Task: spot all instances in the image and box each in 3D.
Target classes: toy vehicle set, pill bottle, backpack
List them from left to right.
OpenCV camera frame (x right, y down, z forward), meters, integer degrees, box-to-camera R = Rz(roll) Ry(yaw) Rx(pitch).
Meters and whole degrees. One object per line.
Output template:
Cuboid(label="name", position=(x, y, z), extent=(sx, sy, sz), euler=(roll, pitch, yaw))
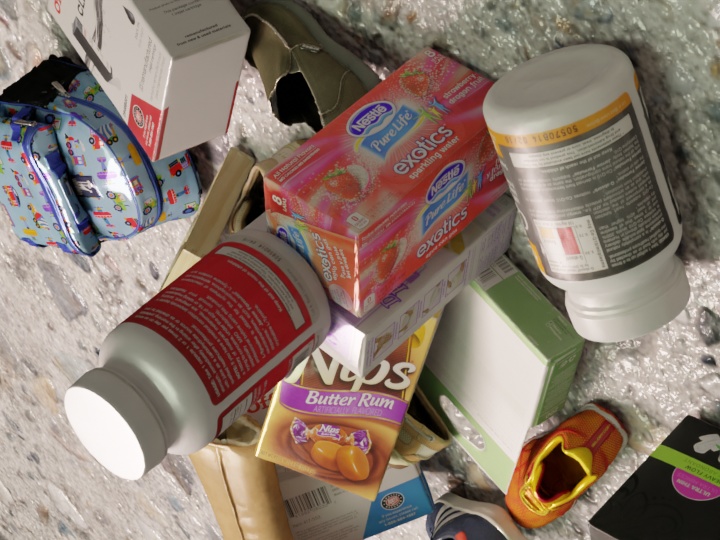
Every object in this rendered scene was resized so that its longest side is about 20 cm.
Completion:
Cuboid(label="backpack", position=(-0.258, -0.104, 1.911), extent=(0.199, 0.134, 0.184), euler=(13, 132, 42))
Cuboid(label="toy vehicle set", position=(-0.161, -0.017, 1.884), extent=(0.026, 0.125, 0.200), euler=(26, 147, -6))
Cuboid(label="pill bottle", position=(-0.124, 0.065, 1.476), extent=(0.112, 0.200, 0.113), euler=(30, 141, 27))
Cuboid(label="pill bottle", position=(0.172, -0.056, 1.447), extent=(0.116, 0.116, 0.201), euler=(7, 127, 47))

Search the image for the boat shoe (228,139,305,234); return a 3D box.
Cuboid(label="boat shoe", position=(-0.093, -0.045, 1.814), extent=(0.072, 0.065, 0.200), euler=(58, 149, 19))

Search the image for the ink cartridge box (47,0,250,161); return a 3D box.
Cuboid(label="ink cartridge box", position=(-0.190, -0.222, 1.714), extent=(0.201, 0.083, 0.145), euler=(55, 151, 23))

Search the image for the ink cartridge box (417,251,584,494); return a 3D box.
Cuboid(label="ink cartridge box", position=(0.114, 0.081, 1.694), extent=(0.146, 0.048, 0.201), euler=(47, 150, 27))

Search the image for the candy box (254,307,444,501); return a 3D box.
Cuboid(label="candy box", position=(-0.009, 0.090, 1.688), extent=(0.116, 0.057, 0.201), euler=(20, 119, 4))

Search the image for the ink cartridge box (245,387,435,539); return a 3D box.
Cuboid(label="ink cartridge box", position=(-0.032, 0.158, 1.867), extent=(0.086, 0.145, 0.201), euler=(-108, -4, -67))

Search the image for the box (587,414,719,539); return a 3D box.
Cuboid(label="box", position=(0.302, 0.234, 1.541), extent=(0.199, 0.148, 0.125), euler=(24, 141, 34))

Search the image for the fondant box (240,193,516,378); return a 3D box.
Cuboid(label="fondant box", position=(0.012, -0.023, 1.597), extent=(0.144, 0.200, 0.059), euler=(35, 144, 22))

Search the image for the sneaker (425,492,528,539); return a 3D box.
Cuboid(label="sneaker", position=(0.087, 0.266, 1.869), extent=(0.075, 0.084, 0.200), euler=(50, 164, -4))

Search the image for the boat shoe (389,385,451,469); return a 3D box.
Cuboid(label="boat shoe", position=(0.013, 0.083, 1.745), extent=(0.076, 0.072, 0.200), euler=(-24, 111, 40))

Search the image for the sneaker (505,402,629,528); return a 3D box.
Cuboid(label="sneaker", position=(0.164, 0.181, 1.727), extent=(0.073, 0.077, 0.200), euler=(42, 148, 10))

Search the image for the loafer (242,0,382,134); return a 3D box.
Cuboid(label="loafer", position=(-0.054, -0.167, 1.635), extent=(0.200, 0.069, 0.076), euler=(38, 148, 45))

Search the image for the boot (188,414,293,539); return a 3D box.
Cuboid(label="boot", position=(-0.077, 0.232, 1.804), extent=(0.174, 0.066, 0.201), euler=(8, 126, 31))

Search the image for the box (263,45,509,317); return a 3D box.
Cuboid(label="box", position=(0.026, -0.073, 1.529), extent=(0.102, 0.200, 0.095), euler=(32, 145, 28))
